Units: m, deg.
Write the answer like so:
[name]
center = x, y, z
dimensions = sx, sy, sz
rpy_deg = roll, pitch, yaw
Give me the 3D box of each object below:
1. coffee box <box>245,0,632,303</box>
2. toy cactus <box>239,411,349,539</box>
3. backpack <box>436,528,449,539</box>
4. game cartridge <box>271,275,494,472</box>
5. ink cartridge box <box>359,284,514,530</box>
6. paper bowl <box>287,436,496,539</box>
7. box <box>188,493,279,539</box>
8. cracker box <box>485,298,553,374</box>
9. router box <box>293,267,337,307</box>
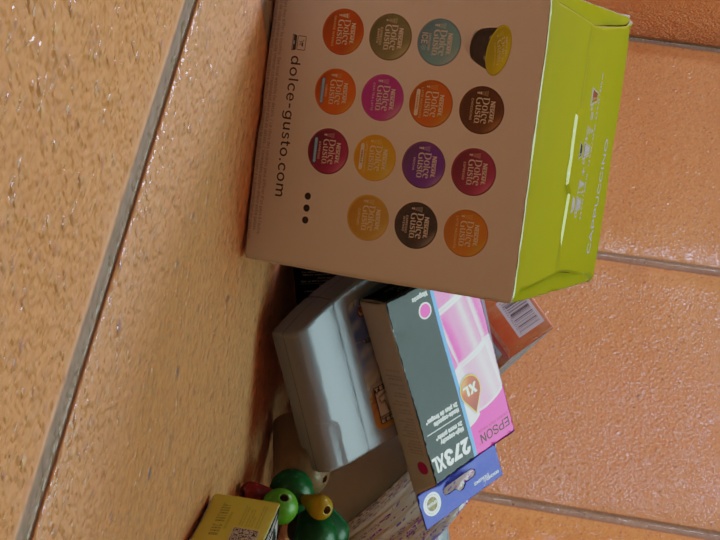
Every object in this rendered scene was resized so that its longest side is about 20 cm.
[coffee box]
center = 0.061, -0.097, 1.078
dimensions = 0.200, 0.197, 0.201
rpy_deg = -8, 107, -66
[toy cactus]
center = -0.045, 0.194, 1.219
dimensions = 0.200, 0.102, 0.166
rpy_deg = 42, 27, -51
[backpack]
center = 0.022, 0.325, 1.691
dimensions = 0.200, 0.150, 0.178
rpy_deg = 96, 5, -59
[game cartridge]
center = 0.024, 0.056, 1.207
dimensions = 0.199, 0.041, 0.134
rpy_deg = -27, 114, -37
[ink cartridge box]
center = 0.066, 0.095, 1.203
dimensions = 0.094, 0.037, 0.201
rpy_deg = -29, 114, -36
[paper bowl]
center = 0.015, 0.175, 1.367
dimensions = 0.201, 0.104, 0.201
rpy_deg = -43, -169, 10
[box]
center = -0.092, 0.259, 1.051
dimensions = 0.075, 0.050, 0.201
rpy_deg = -63, 161, -70
[cracker box]
center = 0.098, 0.039, 1.464
dimensions = 0.058, 0.134, 0.200
rpy_deg = -32, 172, -18
[router box]
center = -0.002, 0.028, 1.303
dimensions = 0.200, 0.051, 0.150
rpy_deg = -35, 122, -72
